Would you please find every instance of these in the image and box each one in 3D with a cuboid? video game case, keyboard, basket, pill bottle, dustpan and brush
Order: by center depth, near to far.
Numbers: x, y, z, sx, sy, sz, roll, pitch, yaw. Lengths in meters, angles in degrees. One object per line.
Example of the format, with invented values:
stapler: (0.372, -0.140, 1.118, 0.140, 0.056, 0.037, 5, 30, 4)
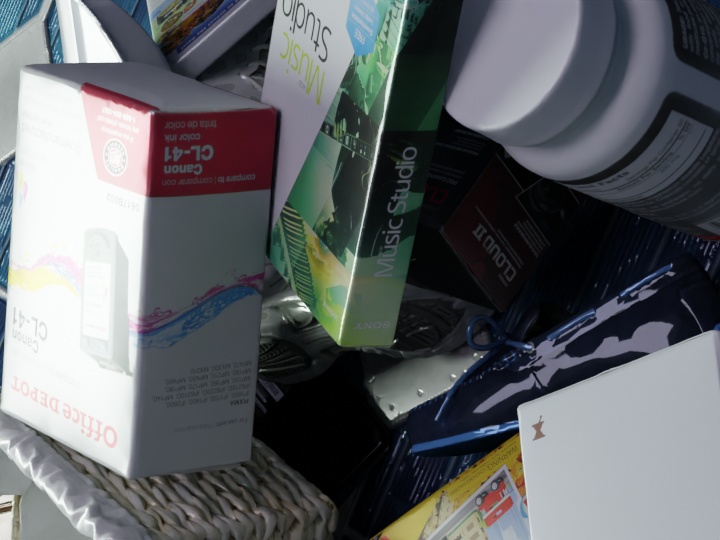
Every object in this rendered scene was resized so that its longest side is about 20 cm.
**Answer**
pill bottle: (0.136, -0.091, 1.169, 0.113, 0.199, 0.115, -17, 65, 41)
basket: (-0.132, 0.186, 1.347, 0.200, 0.160, 0.200, 34, 124, 47)
dustpan and brush: (-0.136, -0.093, 1.370, 0.199, 0.057, 0.141, 14, 116, 45)
keyboard: (-0.059, 0.086, 1.445, 0.104, 0.040, 0.200, -44, 48, 2)
video game case: (-0.077, -0.196, 1.471, 0.143, 0.018, 0.200, -40, 24, 10)

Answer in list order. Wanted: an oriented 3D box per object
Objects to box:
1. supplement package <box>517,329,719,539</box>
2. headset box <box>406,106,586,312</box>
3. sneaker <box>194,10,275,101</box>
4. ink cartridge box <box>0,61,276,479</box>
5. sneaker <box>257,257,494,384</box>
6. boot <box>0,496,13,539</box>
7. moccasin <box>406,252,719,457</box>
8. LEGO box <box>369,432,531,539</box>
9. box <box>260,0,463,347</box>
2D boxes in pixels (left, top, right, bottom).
supplement package: (0.181, 0.116, 1.054, 0.116, 0.199, 0.118, -24, 61, 39)
headset box: (0.056, -0.074, 1.284, 0.148, 0.077, 0.200, 18, 64, 48)
sneaker: (-0.053, -0.139, 1.436, 0.115, 0.076, 0.201, -45, 22, 20)
ink cartridge box: (-0.123, -0.004, 1.262, 0.147, 0.085, 0.202, 20, 108, 49)
sneaker: (0.000, 0.000, 1.375, 0.199, 0.078, 0.100, -11, 53, 35)
boot: (-0.225, 0.123, 1.571, 0.199, 0.064, 0.188, -23, 75, 43)
moccasin: (0.111, 0.047, 1.248, 0.199, 0.080, 0.069, -22, 76, 25)
LEGO box: (0.083, 0.186, 1.223, 0.200, 0.077, 0.150, -39, 52, 31)
box: (-0.008, -0.082, 1.176, 0.144, 0.036, 0.202, -132, 45, -54)
